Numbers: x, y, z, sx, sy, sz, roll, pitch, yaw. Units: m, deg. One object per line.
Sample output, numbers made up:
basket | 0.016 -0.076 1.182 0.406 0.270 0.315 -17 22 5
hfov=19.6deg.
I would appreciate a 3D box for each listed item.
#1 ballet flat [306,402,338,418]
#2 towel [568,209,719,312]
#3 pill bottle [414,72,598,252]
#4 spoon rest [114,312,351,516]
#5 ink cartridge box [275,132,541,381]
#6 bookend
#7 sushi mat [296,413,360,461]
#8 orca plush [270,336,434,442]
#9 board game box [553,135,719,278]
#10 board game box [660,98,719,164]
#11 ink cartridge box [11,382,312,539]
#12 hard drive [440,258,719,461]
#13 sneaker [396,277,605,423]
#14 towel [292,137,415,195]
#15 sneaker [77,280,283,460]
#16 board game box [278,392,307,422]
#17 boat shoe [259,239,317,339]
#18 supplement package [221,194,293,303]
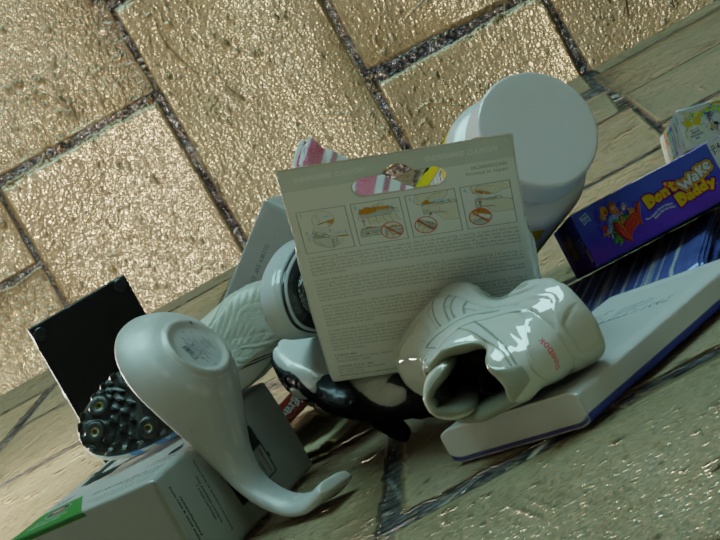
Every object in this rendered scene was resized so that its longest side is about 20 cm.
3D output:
ballet flat | 0.008 0.081 1.699 0.068 0.046 0.200 -67 -10 16
towel | 0.187 0.023 1.584 0.200 0.024 0.145 -29 8 21
pill bottle | 0.109 -0.067 1.619 0.114 0.114 0.200 -32 -11 -24
spoon rest | -0.098 0.105 1.495 0.099 0.200 0.061 -24 -28 -53
ink cartridge box | 0.037 -0.016 1.422 0.162 0.200 0.050 -9 40 6
bookend | -0.206 0.113 1.785 0.092 0.200 0.199 -30 7 -13
sushi mat | -0.017 0.121 1.731 0.096 0.012 0.200 -25 8 30
orca plush | 0.034 0.087 1.521 0.199 0.071 0.105 -6 31 11
board game box | 0.228 -0.047 1.652 0.134 0.045 0.200 -28 -4 0
board game box | 0.324 -0.123 1.739 0.134 0.034 0.200 -15 -3 4
ink cartridge box | -0.145 0.175 1.556 0.146 0.083 0.200 -25 7 27
hard drive | 0.159 0.058 1.391 0.200 0.025 0.132 -35 8 -41
sneaker | 0.065 0.059 1.352 0.099 0.078 0.200 -36 8 -28
towel | 0.037 -0.054 1.771 0.146 0.199 0.030 -97 28 -74
sneaker | -0.126 0.084 1.578 0.200 0.072 0.073 -36 -23 -22
board game box | -0.053 0.109 1.773 0.103 0.019 0.200 -46 -1 16
boat shoe | 0.000 0.000 1.548 0.071 0.072 0.200 -9 9 33
supplement package | -0.021 -0.001 1.781 0.114 0.109 0.200 -67 -13 16
